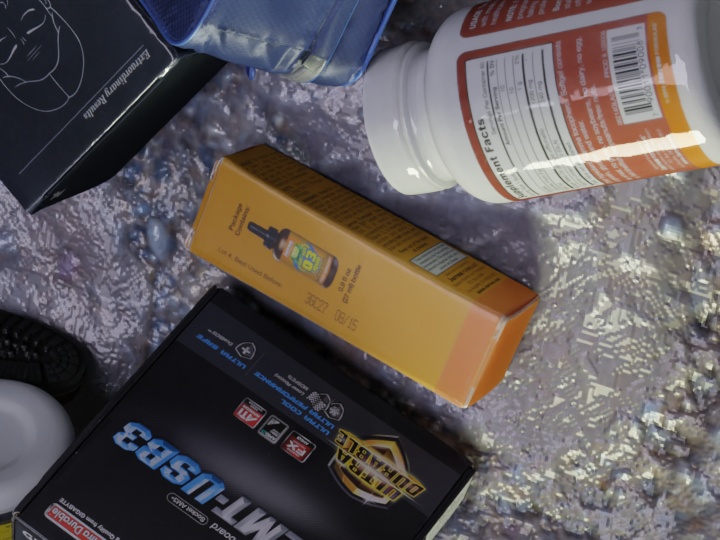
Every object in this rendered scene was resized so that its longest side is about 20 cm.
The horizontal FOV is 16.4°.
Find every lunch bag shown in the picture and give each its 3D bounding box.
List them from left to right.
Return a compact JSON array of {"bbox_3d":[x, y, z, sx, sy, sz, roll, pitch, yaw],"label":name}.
[{"bbox_3d":[-0.034,-0.196,1.374,0.200,0.132,0.136,-65,34,24],"label":"lunch bag"}]

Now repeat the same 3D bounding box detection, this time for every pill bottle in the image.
[{"bbox_3d":[-0.223,0.173,1.566,0.112,0.112,0.200,16,135,20],"label":"pill bottle"},{"bbox_3d":[0.108,-0.098,1.361,0.199,0.112,0.113,-9,100,27],"label":"pill bottle"}]

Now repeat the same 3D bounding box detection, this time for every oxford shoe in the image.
[{"bbox_3d":[-0.262,0.074,1.616,0.199,0.073,0.085,1,127,23],"label":"oxford shoe"}]

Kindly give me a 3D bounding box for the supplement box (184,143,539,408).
[{"bbox_3d":[0.000,0.000,1.465,0.200,0.069,0.067,29,114,13],"label":"supplement box"}]

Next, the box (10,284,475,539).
[{"bbox_3d":[-0.068,0.138,1.468,0.200,0.199,0.050,35,151,12],"label":"box"}]

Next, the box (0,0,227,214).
[{"bbox_3d":[-0.189,-0.163,1.482,0.148,0.107,0.200,-41,85,28],"label":"box"}]
